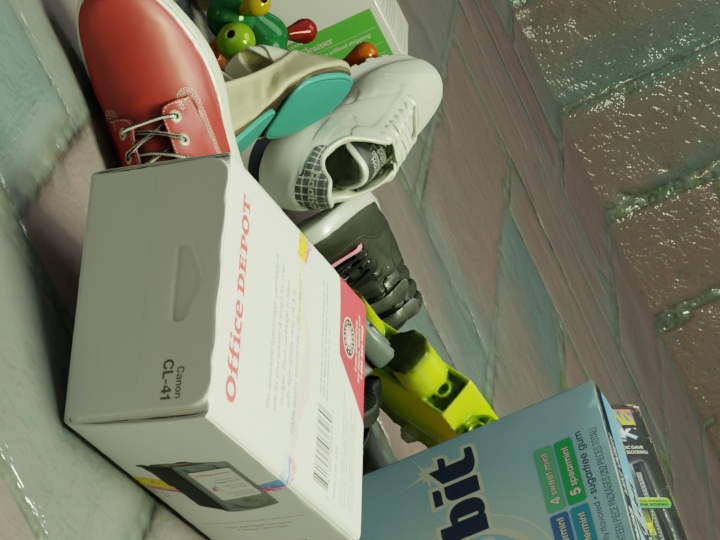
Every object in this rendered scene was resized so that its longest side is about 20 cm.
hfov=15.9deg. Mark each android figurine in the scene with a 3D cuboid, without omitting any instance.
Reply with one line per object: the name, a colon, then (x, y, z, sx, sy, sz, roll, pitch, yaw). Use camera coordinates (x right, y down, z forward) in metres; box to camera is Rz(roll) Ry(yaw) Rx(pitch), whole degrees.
android figurine: (0.042, 0.088, 1.740, 0.182, 0.041, 0.200, 33, -14, 35)

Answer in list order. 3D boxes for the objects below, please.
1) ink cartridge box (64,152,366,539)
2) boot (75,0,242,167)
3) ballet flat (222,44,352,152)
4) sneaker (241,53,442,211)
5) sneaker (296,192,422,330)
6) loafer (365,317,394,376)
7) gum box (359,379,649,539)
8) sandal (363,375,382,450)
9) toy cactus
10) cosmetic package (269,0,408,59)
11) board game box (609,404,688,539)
ink cartridge box: (-0.069, 0.048, 1.353, 0.200, 0.085, 0.148, 47, 40, -56)
boot: (-0.114, -0.064, 1.484, 0.144, 0.072, 0.200, -78, 147, -67)
ballet flat: (-0.072, -0.115, 1.682, 0.200, 0.069, 0.070, -33, 100, -58)
sneaker: (0.004, -0.091, 1.800, 0.200, 0.080, 0.077, -36, 127, -42)
sneaker: (0.000, 0.000, 1.847, 0.099, 0.071, 0.200, 64, 8, 4)
loafer: (-0.051, 0.018, 1.591, 0.072, 0.063, 0.200, 46, -1, -35)
gum box: (0.071, 0.176, 1.528, 0.045, 0.200, 0.170, 54, 17, -45)
sandal: (-0.020, 0.098, 1.598, 0.200, 0.075, 0.048, -23, 110, -78)
toy cactus: (-0.075, -0.178, 1.839, 0.165, 0.102, 0.200, 59, 20, 8)
cosmetic package: (-0.051, -0.236, 1.972, 0.200, 0.107, 0.085, 60, 15, -24)
board game box: (0.152, 0.213, 1.753, 0.200, 0.057, 0.166, 119, -38, -47)
